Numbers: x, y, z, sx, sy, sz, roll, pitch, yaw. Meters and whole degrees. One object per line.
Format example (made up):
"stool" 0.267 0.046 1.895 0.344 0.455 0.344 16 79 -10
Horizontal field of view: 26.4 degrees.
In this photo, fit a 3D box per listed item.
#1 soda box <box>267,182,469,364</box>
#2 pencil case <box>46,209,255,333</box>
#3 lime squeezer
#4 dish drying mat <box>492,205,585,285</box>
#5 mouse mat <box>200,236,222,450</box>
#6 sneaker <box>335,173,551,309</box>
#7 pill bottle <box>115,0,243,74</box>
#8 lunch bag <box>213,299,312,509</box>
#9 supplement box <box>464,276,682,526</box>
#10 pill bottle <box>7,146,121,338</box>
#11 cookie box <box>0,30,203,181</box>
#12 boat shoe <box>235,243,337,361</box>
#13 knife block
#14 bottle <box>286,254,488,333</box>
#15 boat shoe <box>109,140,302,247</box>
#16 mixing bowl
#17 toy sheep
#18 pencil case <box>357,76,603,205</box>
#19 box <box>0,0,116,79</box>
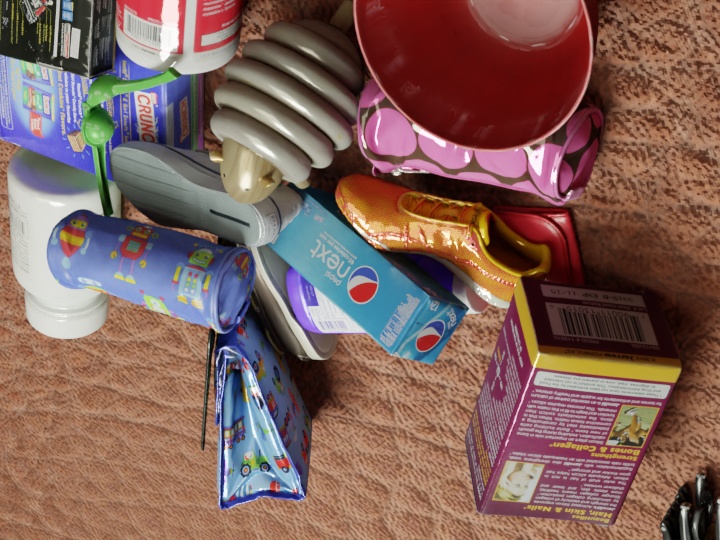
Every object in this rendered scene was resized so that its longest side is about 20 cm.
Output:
"soda box" 0.000 0.000 1.373 0.200 0.068 0.064 41 105 35
"pencil case" -0.190 0.000 1.402 0.200 0.078 0.087 14 149 26
"lime squeezer" -0.220 -0.134 1.390 0.071 0.038 0.200 31 134 -4
"dish drying mat" 0.170 0.033 1.386 0.077 0.018 0.200 5 124 33
"mouse mat" -0.146 0.056 1.514 0.008 0.200 0.161 5 130 -4
"sneaker" 0.074 -0.041 1.334 0.200 0.073 0.077 23 138 -6
"pill bottle" -0.152 -0.279 1.317 0.112 0.112 0.200 25 132 18
"lunch bag" -0.110 0.112 1.544 0.094 0.151 0.200 -7 114 4
"supplement box" 0.181 0.117 1.340 0.131 0.103 0.200 7 128 -12
"pill bottle" -0.308 -0.031 1.606 0.114 0.114 0.200 24 132 19
"cookie box" -0.252 -0.180 1.484 0.200 0.075 0.171 22 131 19
"boat shoe" -0.088 0.005 1.511 0.059 0.072 0.200 -6 123 34
"knife block" 0.349 0.284 1.412 0.200 0.064 0.176 46 136 -2
"bottle" 0.026 0.017 1.442 0.200 0.065 0.084 -2 116 36
"boat shoe" -0.141 -0.072 1.410 0.200 0.067 0.074 26 126 30
"mixing bowl" 0.105 -0.204 1.191 0.200 0.108 0.201 16 125 24
"toy sheep" -0.058 -0.147 1.319 0.138 0.200 0.138 27 174 3
"pencil case" 0.099 -0.109 1.285 0.200 0.091 0.094 13 100 27
"box" -0.291 -0.287 1.374 0.159 0.049 0.200 15 113 19
